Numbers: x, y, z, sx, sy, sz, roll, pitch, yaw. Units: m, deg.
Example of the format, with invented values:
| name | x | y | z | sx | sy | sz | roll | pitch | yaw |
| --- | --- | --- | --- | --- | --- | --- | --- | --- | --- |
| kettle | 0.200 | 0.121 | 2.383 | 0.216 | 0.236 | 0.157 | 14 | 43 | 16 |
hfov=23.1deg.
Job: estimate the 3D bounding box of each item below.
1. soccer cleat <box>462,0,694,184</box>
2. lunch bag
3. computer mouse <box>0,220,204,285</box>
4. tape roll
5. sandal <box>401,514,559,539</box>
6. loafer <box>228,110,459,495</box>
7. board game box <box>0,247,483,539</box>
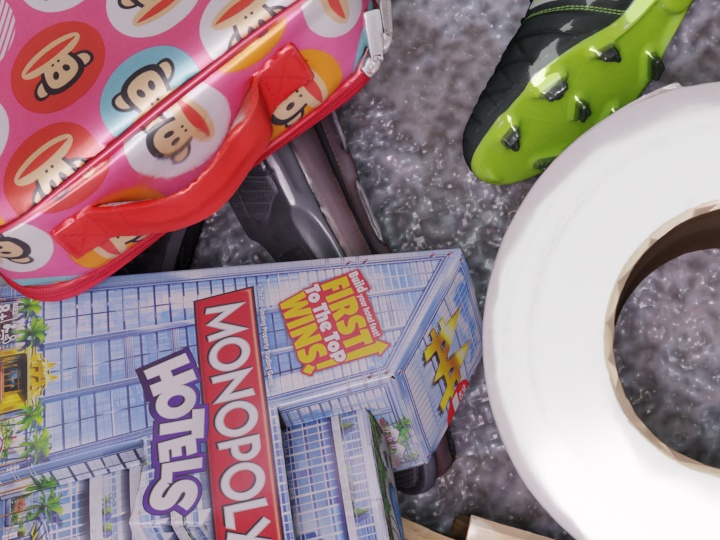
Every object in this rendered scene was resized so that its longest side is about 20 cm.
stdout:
| name | x | y | z | sx | sy | sz | roll | pitch | yaw |
| --- | --- | --- | --- | --- | --- | --- | --- | --- | --- |
| soccer cleat | 0.110 | -0.127 | 0.796 | 0.200 | 0.067 | 0.081 | -51 | 48 | 9 |
| lunch bag | -0.093 | -0.087 | 0.721 | 0.200 | 0.082 | 0.176 | -36 | 54 | 1 |
| computer mouse | -0.112 | -0.017 | 0.817 | 0.138 | 0.053 | 0.201 | 23 | 80 | 1 |
| tape roll | 0.153 | 0.033 | 0.729 | 0.202 | 0.139 | 0.204 | -1 | 84 | 7 |
| sandal | -0.010 | 0.127 | 0.772 | 0.211 | 0.078 | 0.070 | 15 | 83 | 3 |
| loafer | 0.000 | 0.000 | 0.781 | 0.063 | 0.072 | 0.201 | -31 | 97 | -30 |
| board game box | -0.042 | 0.071 | 0.681 | 0.199 | 0.062 | 0.201 | -15 | 46 | 4 |
